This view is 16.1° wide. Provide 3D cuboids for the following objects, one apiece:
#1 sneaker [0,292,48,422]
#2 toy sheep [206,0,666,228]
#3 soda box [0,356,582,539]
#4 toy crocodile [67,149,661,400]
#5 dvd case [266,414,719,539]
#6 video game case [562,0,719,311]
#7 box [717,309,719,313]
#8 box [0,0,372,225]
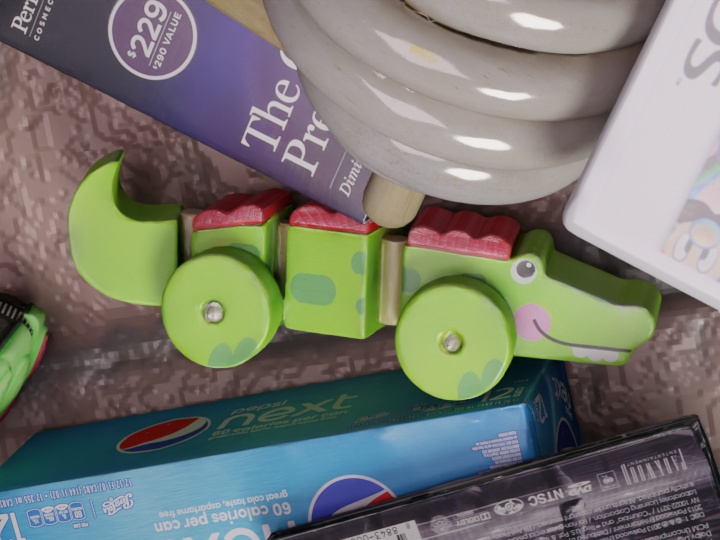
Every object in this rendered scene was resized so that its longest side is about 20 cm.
[{"bbox_3d":[-0.200,0.054,0.901,0.199,0.077,0.084,-25,100,18],"label":"sneaker"},{"bbox_3d":[0.032,-0.087,0.701,0.138,0.138,0.200,27,140,7],"label":"toy sheep"},{"bbox_3d":[-0.025,0.079,0.864,0.199,0.068,0.064,-10,103,17],"label":"soda box"},{"bbox_3d":[0.000,0.000,0.838,0.199,0.068,0.062,7,105,13],"label":"toy crocodile"},{"bbox_3d":[0.071,0.157,0.817,0.148,0.016,0.201,-17,101,19],"label":"dvd case"},{"bbox_3d":[0.175,-0.046,0.622,0.199,0.024,0.183,28,107,9],"label":"video game case"},{"bbox_3d":[0.215,-0.012,0.722,0.199,0.171,0.200,-30,95,19],"label":"box"},{"bbox_3d":[-0.012,-0.138,0.802,0.141,0.079,0.201,27,109,9],"label":"box"}]
